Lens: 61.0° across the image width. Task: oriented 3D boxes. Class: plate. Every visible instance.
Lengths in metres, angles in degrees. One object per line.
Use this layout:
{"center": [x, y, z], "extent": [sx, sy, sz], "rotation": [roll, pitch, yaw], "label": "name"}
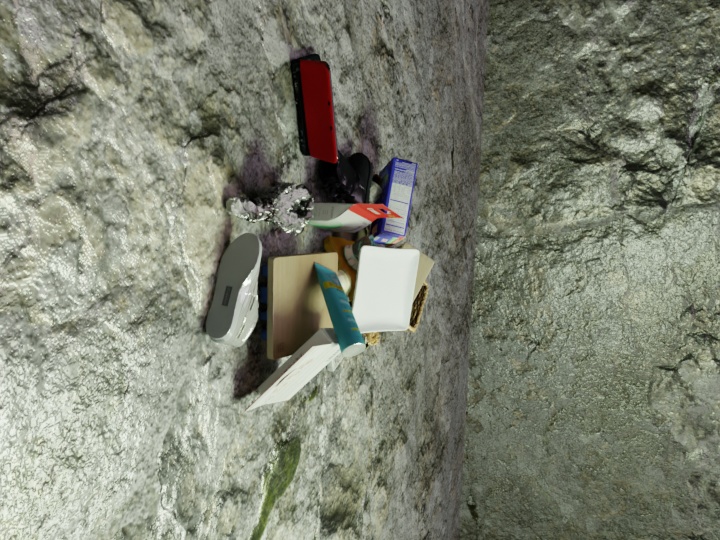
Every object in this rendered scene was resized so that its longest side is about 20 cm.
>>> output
{"center": [0.052, 0.044, 1.446], "extent": [0.198, 0.032, 0.204], "rotation": [2, 99, -42], "label": "plate"}

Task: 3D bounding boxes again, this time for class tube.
{"center": [-0.044, 0.077, 1.247], "extent": [0.077, 0.050, 0.202], "rotation": [34, 29, -54], "label": "tube"}

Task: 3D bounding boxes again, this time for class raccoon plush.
{"center": [-0.181, -0.141, 1.185], "extent": [0.198, 0.133, 0.098], "rotation": [15, 98, -37], "label": "raccoon plush"}

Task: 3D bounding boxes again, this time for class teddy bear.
{"center": [0.008, 0.115, 1.530], "extent": [0.147, 0.066, 0.200], "rotation": [62, 26, -4], "label": "teddy bear"}

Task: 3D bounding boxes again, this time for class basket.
{"center": [0.115, 0.066, 1.860], "extent": [0.144, 0.146, 0.202], "rotation": [74, 31, -44], "label": "basket"}

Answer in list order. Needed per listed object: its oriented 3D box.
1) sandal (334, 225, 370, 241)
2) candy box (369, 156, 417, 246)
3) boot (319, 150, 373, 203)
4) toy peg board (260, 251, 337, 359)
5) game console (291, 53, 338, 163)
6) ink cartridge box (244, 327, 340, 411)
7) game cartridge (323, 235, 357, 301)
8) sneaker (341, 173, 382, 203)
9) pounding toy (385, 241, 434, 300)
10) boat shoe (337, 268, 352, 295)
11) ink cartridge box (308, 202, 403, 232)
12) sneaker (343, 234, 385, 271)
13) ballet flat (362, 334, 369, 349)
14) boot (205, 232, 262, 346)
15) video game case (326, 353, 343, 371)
{"center": [-0.010, -0.104, 1.623], "extent": [0.199, 0.053, 0.082], "rotation": [-12, 106, -68], "label": "sandal"}
{"center": [0.084, -0.179, 1.639], "extent": [0.169, 0.076, 0.204], "rotation": [158, -56, -78], "label": "candy box"}
{"center": [-0.037, -0.247, 1.496], "extent": [0.162, 0.072, 0.201], "rotation": [42, 40, -48], "label": "boot"}
{"center": [-0.147, 0.064, 1.292], "extent": [0.198, 0.097, 0.204], "rotation": [-7, 101, -52], "label": "toy peg board"}
{"center": [-0.075, -0.351, 1.310], "extent": [0.172, 0.117, 0.204], "rotation": [-48, 139, -56], "label": "game console"}
{"center": [-0.132, 0.194, 1.228], "extent": [0.200, 0.045, 0.176], "rotation": [-44, 161, 15], "label": "ink cartridge box"}
{"center": [0.000, 0.000, 1.533], "extent": [0.199, 0.032, 0.178], "rotation": [10, 48, -59], "label": "game cartridge"}
{"center": [0.007, -0.187, 1.584], "extent": [0.073, 0.084, 0.202], "rotation": [43, 41, -23], "label": "sneaker"}
{"center": [0.100, -0.001, 1.725], "extent": [0.202, 0.141, 0.184], "rotation": [-60, -174, -15], "label": "pounding toy"}
{"center": [-0.080, 0.083, 1.429], "extent": [0.064, 0.072, 0.202], "rotation": [-20, 146, -40], "label": "boat shoe"}
{"center": [-0.017, -0.118, 1.402], "extent": [0.161, 0.196, 0.051], "rotation": [16, 81, -68], "label": "ink cartridge box"}
{"center": [0.053, -0.008, 1.495], "extent": [0.199, 0.091, 0.078], "rotation": [41, 28, -24], "label": "sneaker"}
{"center": [-0.018, 0.147, 1.588], "extent": [0.201, 0.069, 0.072], "rotation": [69, 34, -49], "label": "ballet flat"}
{"center": [-0.218, 0.039, 1.118], "extent": [0.096, 0.072, 0.203], "rotation": [49, 58, -69], "label": "boot"}
{"center": [-0.049, 0.136, 1.626], "extent": [0.200, 0.022, 0.185], "rotation": [-48, 138, -57], "label": "video game case"}
